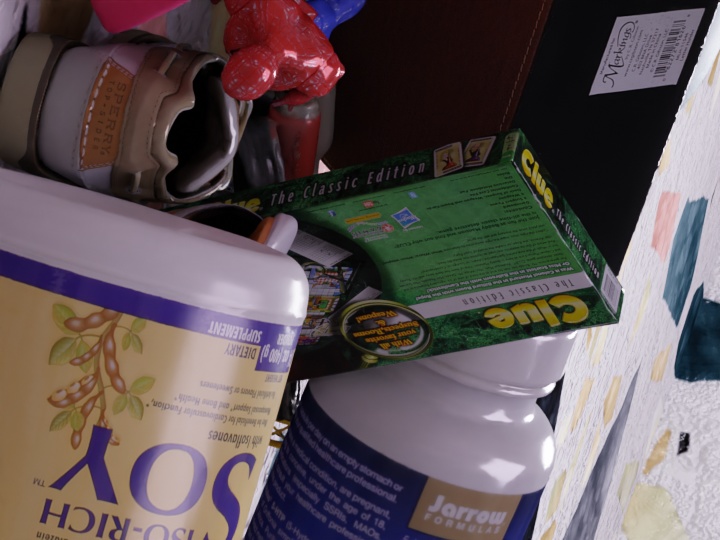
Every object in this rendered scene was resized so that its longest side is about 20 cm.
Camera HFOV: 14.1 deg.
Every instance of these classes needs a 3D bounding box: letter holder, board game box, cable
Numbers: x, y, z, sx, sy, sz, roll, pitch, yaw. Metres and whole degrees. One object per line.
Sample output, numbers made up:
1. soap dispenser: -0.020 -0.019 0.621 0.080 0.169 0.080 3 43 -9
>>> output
1. letter holder: 0.064 -0.110 1.261 0.100 0.142 0.201 -10 132 -35
2. board game box: 0.000 0.000 1.220 0.105 0.199 0.024 56 36 -37
3. cable: -0.029 -0.012 1.288 0.097 0.050 0.201 -93 178 -64

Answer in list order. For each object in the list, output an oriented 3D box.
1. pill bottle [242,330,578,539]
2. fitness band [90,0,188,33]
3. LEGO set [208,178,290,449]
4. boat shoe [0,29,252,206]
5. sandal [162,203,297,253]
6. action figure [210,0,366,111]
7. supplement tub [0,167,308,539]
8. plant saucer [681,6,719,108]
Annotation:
1. pill bottle: 0.021 0.096 1.323 0.201 0.119 0.120 -68 169 18
2. fitness band: -0.032 -0.146 1.104 0.038 0.143 0.200 62 28 -12
3. LEGO set: -0.007 0.008 1.428 0.154 0.115 0.201 -56 158 -52
4. boat shoe: -0.080 -0.055 1.154 0.200 0.068 0.075 -18 121 -76
5. sandal: -0.091 0.017 1.169 0.079 0.059 0.207 -59 -168 -25
6. action figure: -0.031 -0.100 1.155 0.052 0.066 0.200 -37 -170 14
7. supplement tub: -0.110 0.074 1.024 0.145 0.144 0.201 5 101 -77
8. plant saucer: 0.079 -0.119 1.329 0.027 0.199 0.201 -106 -158 -57
